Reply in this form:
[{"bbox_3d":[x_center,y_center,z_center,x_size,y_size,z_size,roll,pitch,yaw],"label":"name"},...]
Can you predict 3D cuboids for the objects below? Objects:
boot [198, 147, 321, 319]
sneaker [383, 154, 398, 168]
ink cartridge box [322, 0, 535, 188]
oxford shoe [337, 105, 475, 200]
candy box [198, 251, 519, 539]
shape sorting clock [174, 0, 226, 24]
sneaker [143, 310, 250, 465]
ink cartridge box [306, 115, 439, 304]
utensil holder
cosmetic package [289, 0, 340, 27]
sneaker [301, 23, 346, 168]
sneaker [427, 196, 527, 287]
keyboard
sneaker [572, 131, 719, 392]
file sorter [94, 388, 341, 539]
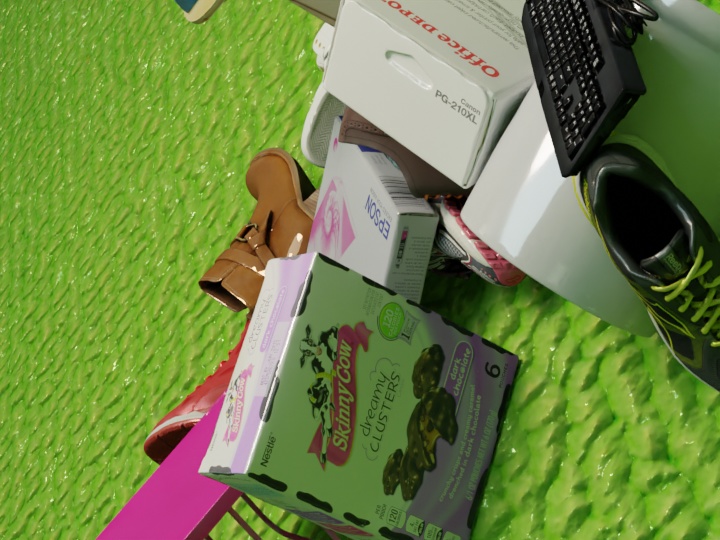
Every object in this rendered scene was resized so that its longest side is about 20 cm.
[{"bbox_3d":[-0.093,-0.030,1.557,0.155,0.077,0.199,-45,39,-14],"label":"boot"},{"bbox_3d":[0.101,-0.137,1.327,0.199,0.078,0.087,-27,49,2],"label":"sneaker"},{"bbox_3d":[0.090,-0.160,1.201,0.144,0.199,0.085,37,132,23],"label":"ink cartridge box"},{"bbox_3d":[0.076,-0.079,1.255,0.073,0.199,0.071,-60,-6,6],"label":"oxford shoe"},{"bbox_3d":[0.002,0.104,1.195,0.071,0.199,0.169,-8,60,56],"label":"candy box"},{"bbox_3d":[-0.097,-0.294,1.325,0.200,0.039,0.202,-45,33,40],"label":"shape sorting clock"},{"bbox_3d":[-0.116,0.111,1.535,0.199,0.078,0.116,-25,36,32],"label":"sneaker"},{"bbox_3d":[0.000,0.000,1.370,0.197,0.043,0.202,-122,40,-58],"label":"ink cartridge box"},{"bbox_3d":[0.183,-0.081,1.091,0.201,0.169,0.170,-60,29,11],"label":"utensil holder"},{"bbox_3d":[0.005,-0.240,1.362,0.073,0.199,0.104,-53,29,20],"label":"cosmetic package"},{"bbox_3d":[-0.014,-0.184,1.603,0.115,0.073,0.201,2,58,60],"label":"sneaker"},{"bbox_3d":[0.085,-0.024,1.308,0.200,0.080,0.075,-137,55,-65],"label":"sneaker"},{"bbox_3d":[0.130,-0.153,1.014,0.104,0.039,0.201,-54,25,30],"label":"keyboard"},{"bbox_3d":[0.192,0.008,0.978,0.074,0.200,0.085,-41,-1,15],"label":"sneaker"},{"bbox_3d":[-0.101,0.211,1.292,0.200,0.126,0.139,-49,22,-21],"label":"file sorter"}]
